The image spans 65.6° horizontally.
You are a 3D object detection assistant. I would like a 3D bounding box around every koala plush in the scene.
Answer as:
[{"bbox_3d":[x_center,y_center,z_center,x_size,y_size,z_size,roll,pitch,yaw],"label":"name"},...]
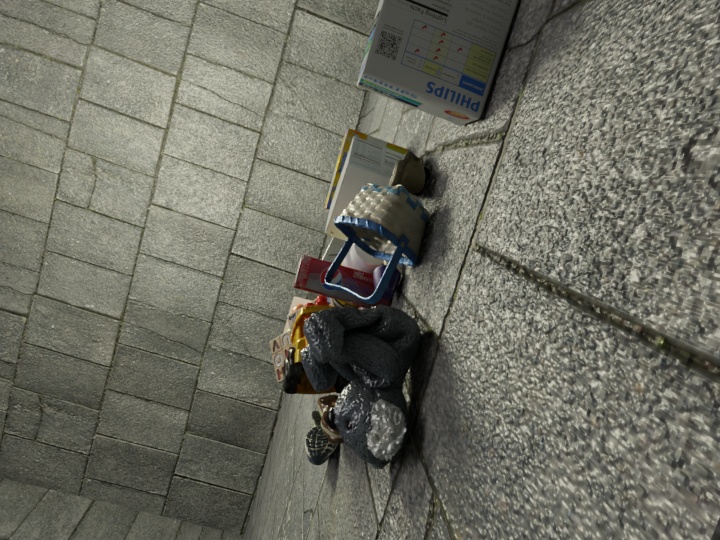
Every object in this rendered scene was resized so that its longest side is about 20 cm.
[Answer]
[{"bbox_3d":[0.016,0.171,0.787,0.179,0.178,0.206,103,158,-61],"label":"koala plush"}]

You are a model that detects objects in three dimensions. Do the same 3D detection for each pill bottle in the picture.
[{"bbox_3d":[0.000,0.000,1.248,0.201,0.109,0.115,118,166,-57],"label":"pill bottle"}]

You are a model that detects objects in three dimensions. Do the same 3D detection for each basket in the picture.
[{"bbox_3d":[0.025,-0.046,0.992,0.203,0.139,0.175,-56,33,-10],"label":"basket"}]

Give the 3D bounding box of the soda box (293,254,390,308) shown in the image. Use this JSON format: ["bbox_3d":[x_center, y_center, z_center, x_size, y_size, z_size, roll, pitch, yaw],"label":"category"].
[{"bbox_3d":[-0.034,0.027,1.126,0.070,0.194,0.065,153,133,-79],"label":"soda box"}]

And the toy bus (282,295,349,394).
[{"bbox_3d":[-0.082,0.135,1.104,0.201,0.131,0.198,114,156,-61],"label":"toy bus"}]

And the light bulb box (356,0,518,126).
[{"bbox_3d":[0.113,-0.356,0.854,0.125,0.193,0.206,-117,45,-81],"label":"light bulb box"}]

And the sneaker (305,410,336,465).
[{"bbox_3d":[-0.087,0.402,1.285,0.200,0.075,0.089,-81,-3,-80],"label":"sneaker"}]

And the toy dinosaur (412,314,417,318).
[{"bbox_3d":[0.044,0.121,0.971,0.200,0.046,0.090,150,142,-74],"label":"toy dinosaur"}]

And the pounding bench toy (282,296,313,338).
[{"bbox_3d":[-0.124,0.142,1.360,0.196,0.154,0.128,11,81,41],"label":"pounding bench toy"}]

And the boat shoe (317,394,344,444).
[{"bbox_3d":[-0.046,0.324,1.162,0.202,0.072,0.078,-145,48,-80],"label":"boat shoe"}]

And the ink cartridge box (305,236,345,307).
[{"bbox_3d":[-0.060,0.007,1.492,0.146,0.082,0.204,84,-149,-70],"label":"ink cartridge box"}]

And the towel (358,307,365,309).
[{"bbox_3d":[-0.004,0.180,1.170,0.146,0.029,0.207,173,107,-83],"label":"towel"}]

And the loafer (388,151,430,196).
[{"bbox_3d":[0.100,-0.180,1.087,0.200,0.066,0.078,-55,-11,-66],"label":"loafer"}]

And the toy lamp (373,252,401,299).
[{"bbox_3d":[0.059,-0.035,1.110,0.059,0.056,0.205,117,165,-52],"label":"toy lamp"}]

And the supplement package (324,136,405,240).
[{"bbox_3d":[0.020,-0.168,1.277,0.113,0.151,0.203,-81,11,-47],"label":"supplement package"}]

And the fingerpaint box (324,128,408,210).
[{"bbox_3d":[0.012,-0.230,1.414,0.073,0.162,0.206,-138,64,-81],"label":"fingerpaint box"}]

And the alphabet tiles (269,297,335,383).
[{"bbox_3d":[-0.122,0.165,1.245,0.197,0.007,0.171,-29,63,24],"label":"alphabet tiles"}]
